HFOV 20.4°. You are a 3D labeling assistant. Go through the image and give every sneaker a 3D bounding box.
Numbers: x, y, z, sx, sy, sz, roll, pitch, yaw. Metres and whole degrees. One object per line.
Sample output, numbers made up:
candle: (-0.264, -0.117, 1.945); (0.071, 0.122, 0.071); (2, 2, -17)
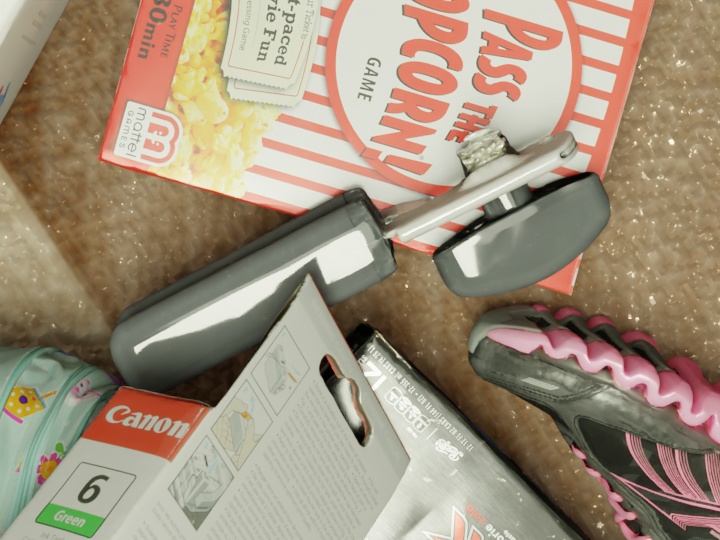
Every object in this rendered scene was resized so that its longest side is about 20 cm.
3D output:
sneaker: (0.126, 0.085, 0.823); (0.199, 0.079, 0.096); (26, 103, -3)

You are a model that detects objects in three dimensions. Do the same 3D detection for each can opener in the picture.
can opener: (0.000, 0.000, 0.770); (0.199, 0.053, 0.067); (-23, 100, 3)

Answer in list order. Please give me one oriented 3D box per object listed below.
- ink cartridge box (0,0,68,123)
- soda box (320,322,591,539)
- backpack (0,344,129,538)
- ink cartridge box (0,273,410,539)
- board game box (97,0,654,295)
ink cartridge box: (-0.207, -0.072, 0.761); (0.128, 0.125, 0.201); (30, 91, -4)
soda box: (0.050, 0.115, 0.819); (0.071, 0.063, 0.200); (-45, 94, 0)
backpack: (-0.151, 0.127, 0.766); (0.126, 0.167, 0.201); (7, 77, 5)
ink cartridge box: (-0.066, 0.105, 0.714); (0.200, 0.050, 0.109); (-54, 134, -31)
board game box: (0.010, -0.090, 0.813); (0.199, 0.046, 0.153); (15, 93, -4)
